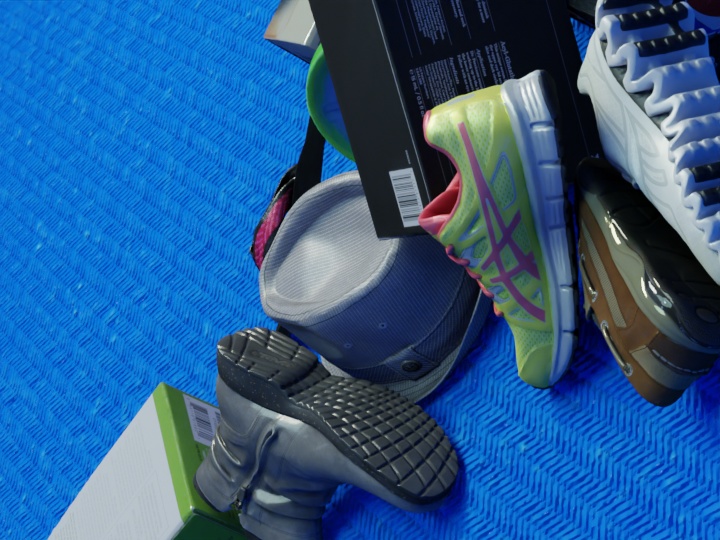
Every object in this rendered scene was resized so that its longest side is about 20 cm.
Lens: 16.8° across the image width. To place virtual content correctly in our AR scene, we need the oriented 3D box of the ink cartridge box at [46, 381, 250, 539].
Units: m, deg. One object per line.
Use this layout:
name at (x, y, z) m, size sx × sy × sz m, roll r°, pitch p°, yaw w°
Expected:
ink cartridge box at (-0.155, 0.204, 1.728) m, size 0.200 × 0.076 × 0.148 m, roll -52°, pitch 30°, yaw 22°

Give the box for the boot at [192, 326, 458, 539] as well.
boot at (-0.022, 0.133, 1.569) m, size 0.200 × 0.070 × 0.132 m, roll 33°, pitch 128°, yaw 36°

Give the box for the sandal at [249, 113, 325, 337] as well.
sandal at (-0.053, -0.042, 1.726) m, size 0.075 × 0.045 × 0.201 m, roll -92°, pitch 10°, yaw -72°

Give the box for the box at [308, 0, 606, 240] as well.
box at (0.056, -0.135, 1.492) m, size 0.079 × 0.141 × 0.201 m, roll -6°, pitch 102°, yaw 60°

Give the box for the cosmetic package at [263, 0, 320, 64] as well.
cosmetic package at (0.025, -0.233, 1.769) m, size 0.201 × 0.103 × 0.087 m, roll -63°, pitch 26°, yaw -3°

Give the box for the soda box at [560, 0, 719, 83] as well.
soda box at (0.165, -0.179, 1.517) m, size 0.064 × 0.071 × 0.200 m, roll -60°, pitch 28°, yaw 4°

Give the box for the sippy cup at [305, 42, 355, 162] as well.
sippy cup at (0.041, -0.154, 1.657) m, size 0.177 × 0.140 × 0.131 m, roll -27°, pitch 33°, yaw 35°

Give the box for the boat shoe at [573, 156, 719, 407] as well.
boat shoe at (0.153, 0.004, 1.380) m, size 0.200 × 0.075 × 0.074 m, roll -103°, pitch 36°, yaw -60°

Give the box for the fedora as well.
fedora at (0.000, 0.000, 1.591) m, size 0.200 × 0.090 × 0.178 m, roll -22°, pitch 61°, yaw 47°

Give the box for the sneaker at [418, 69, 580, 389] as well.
sneaker at (0.081, -0.021, 1.423) m, size 0.078 × 0.090 × 0.201 m, roll -86°, pitch -12°, yaw -64°

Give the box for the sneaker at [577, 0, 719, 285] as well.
sneaker at (0.181, -0.065, 1.370) m, size 0.081 × 0.075 × 0.201 m, roll -60°, pitch 45°, yaw 48°
